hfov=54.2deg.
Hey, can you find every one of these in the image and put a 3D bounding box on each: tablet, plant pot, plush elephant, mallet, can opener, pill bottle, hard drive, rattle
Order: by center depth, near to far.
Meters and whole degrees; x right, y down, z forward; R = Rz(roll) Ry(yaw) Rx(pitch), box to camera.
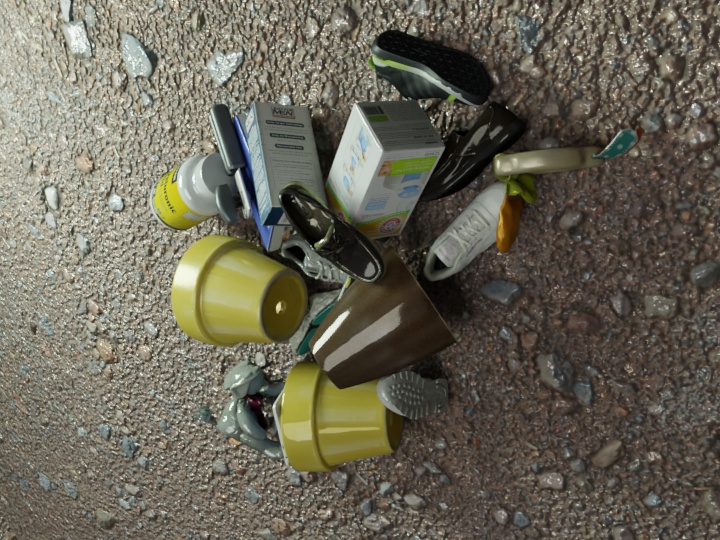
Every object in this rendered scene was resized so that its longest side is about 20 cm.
[{"bbox_3d":[0.282,-0.110,0.953,0.197,0.130,0.145,-3,78,9],"label":"rattle"},{"bbox_3d":[0.022,0.094,1.128,0.199,0.187,0.188,-35,91,3],"label":"plant pot"},{"bbox_3d":[0.000,0.000,1.186,0.065,0.041,0.203,14,85,19],"label":"mallet"},{"bbox_3d":[-0.231,-0.179,1.196,0.203,0.066,0.053,71,159,4],"label":"can opener"},{"bbox_3d":[-0.180,-0.150,1.220,0.132,0.025,0.202,118,131,-63],"label":"hard drive"},{"bbox_3d":[-0.207,0.049,1.276,0.187,0.200,0.204,12,118,35],"label":"plant pot"},{"bbox_3d":[-0.301,-0.148,1.298,0.199,0.111,0.113,-17,103,49],"label":"pill bottle"},{"bbox_3d":[-0.025,0.269,1.299,0.186,0.201,0.204,-3,111,18],"label":"plant pot"},{"bbox_3d":[-0.117,0.262,1.341,0.013,0.200,0.132,-4,111,17],"label":"tablet"},{"bbox_3d":[-0.228,0.267,1.459,0.198,0.165,0.156,28,89,-19],"label":"plush elephant"}]

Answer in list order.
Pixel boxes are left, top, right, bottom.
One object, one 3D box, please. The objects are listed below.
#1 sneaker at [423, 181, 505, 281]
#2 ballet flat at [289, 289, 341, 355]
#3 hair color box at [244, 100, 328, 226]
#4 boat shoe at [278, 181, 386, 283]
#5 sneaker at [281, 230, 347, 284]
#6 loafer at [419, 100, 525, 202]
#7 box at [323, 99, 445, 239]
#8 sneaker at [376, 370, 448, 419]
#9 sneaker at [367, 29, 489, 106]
[{"bbox_3d":[0.169,-0.050,1.074,0.075,0.099,0.201,45,126,9],"label":"sneaker"},{"bbox_3d":[-0.086,0.084,1.324,0.072,0.072,0.200,45,128,6],"label":"ballet flat"},{"bbox_3d":[-0.122,-0.172,1.140,0.061,0.099,0.203,-47,49,53],"label":"hair color box"},{"bbox_3d":[-0.047,-0.048,1.036,0.199,0.065,0.073,39,108,-2],"label":"boat shoe"},{"bbox_3d":[-0.055,-0.006,1.246,0.198,0.087,0.075,25,121,19],"label":"sneaker"},{"bbox_3d":[0.156,-0.176,1.050,0.199,0.073,0.072,-39,79,33],"label":"loafer"},{"bbox_3d":[0.028,-0.147,1.068,0.102,0.111,0.201,63,147,29],"label":"box"},{"bbox_3d":[0.076,0.213,1.204,0.080,0.199,0.078,0,76,35],"label":"sneaker"},{"bbox_3d":[0.101,-0.287,1.042,0.198,0.072,0.083,32,151,17],"label":"sneaker"}]
